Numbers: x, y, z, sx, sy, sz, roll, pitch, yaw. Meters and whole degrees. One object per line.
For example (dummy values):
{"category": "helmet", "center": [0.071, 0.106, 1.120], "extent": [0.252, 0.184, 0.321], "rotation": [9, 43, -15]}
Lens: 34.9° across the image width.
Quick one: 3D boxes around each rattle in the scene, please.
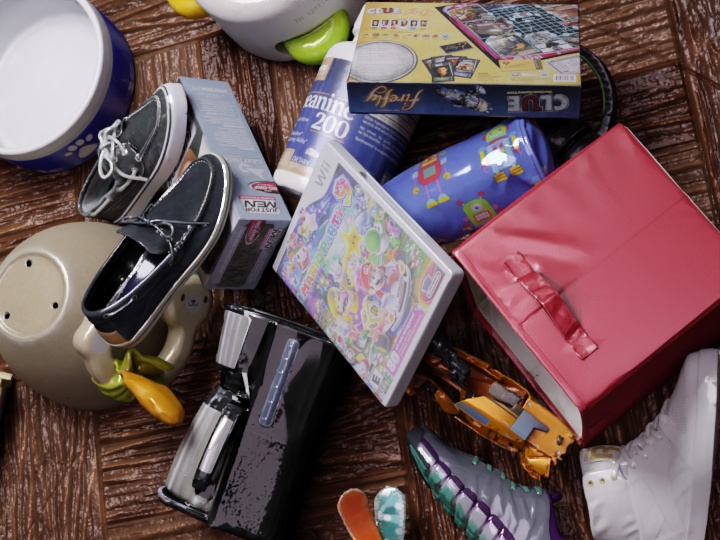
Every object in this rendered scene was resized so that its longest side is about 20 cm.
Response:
{"category": "rattle", "center": [-0.169, 0.042, 1.109], "extent": [0.200, 0.142, 0.131], "rotation": [-41, 108, -27]}
{"category": "rattle", "center": [0.039, 0.311, 1.035], "extent": [0.199, 0.144, 0.130], "rotation": [37, 50, 21]}

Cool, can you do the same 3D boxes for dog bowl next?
{"category": "dog bowl", "center": [-0.356, -0.214, 1.279], "extent": [0.198, 0.079, 0.203], "rotation": [-4, 77, 17]}

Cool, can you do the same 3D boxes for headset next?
{"category": "headset", "center": [0.164, -0.117, 1.075], "extent": [0.122, 0.094, 0.202], "rotation": [19, 101, 21]}

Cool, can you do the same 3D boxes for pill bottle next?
{"category": "pill bottle", "center": [0.000, -0.154, 1.129], "extent": [0.110, 0.111, 0.202], "rotation": [22, 86, 21]}

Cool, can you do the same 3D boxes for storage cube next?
{"category": "storage cube", "center": [0.205, 0.019, 0.976], "extent": [0.179, 0.200, 0.171], "rotation": [-37, 69, -3]}

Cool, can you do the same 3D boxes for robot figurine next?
{"category": "robot figurine", "center": [0.097, 0.109, 1.026], "extent": [0.199, 0.145, 0.058], "rotation": [33, 81, 12]}

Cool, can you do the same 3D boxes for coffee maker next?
{"category": "coffee maker", "center": [-0.072, 0.153, 1.092], "extent": [0.190, 0.135, 0.202], "rotation": [23, 86, -18]}

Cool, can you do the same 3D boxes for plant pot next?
{"category": "plant pot", "center": [-0.304, 0.037, 1.178], "extent": [0.198, 0.134, 0.203], "rotation": [-4, 77, 18]}

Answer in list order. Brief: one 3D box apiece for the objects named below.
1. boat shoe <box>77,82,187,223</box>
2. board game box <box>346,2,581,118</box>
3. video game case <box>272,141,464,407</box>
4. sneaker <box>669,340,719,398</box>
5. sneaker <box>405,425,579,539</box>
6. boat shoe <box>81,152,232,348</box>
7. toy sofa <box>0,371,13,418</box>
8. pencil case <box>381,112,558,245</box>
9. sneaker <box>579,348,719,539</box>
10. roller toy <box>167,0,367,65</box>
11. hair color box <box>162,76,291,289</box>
{"category": "boat shoe", "center": [-0.238, -0.119, 1.169], "extent": [0.199, 0.067, 0.074], "rotation": [-43, 54, 47]}
{"category": "board game box", "center": [0.095, -0.189, 1.016], "extent": [0.197, 0.035, 0.136], "rotation": [3, 43, 8]}
{"category": "video game case", "center": [0.000, 0.000, 1.011], "extent": [0.200, 0.018, 0.144], "rotation": [48, 126, 37]}
{"category": "sneaker", "center": [0.356, 0.081, 0.983], "extent": [0.199, 0.077, 0.085], "rotation": [-35, 79, 11]}
{"category": "sneaker", "center": [0.128, 0.208, 1.043], "extent": [0.087, 0.075, 0.200], "rotation": [-37, 75, -12]}
{"category": "boat shoe", "center": [-0.184, -0.025, 1.041], "extent": [0.074, 0.062, 0.201], "rotation": [25, 78, 39]}
{"category": "toy sofa", "center": [-0.435, 0.202, 1.225], "extent": [0.082, 0.098, 0.203], "rotation": [12, 81, -5]}
{"category": "pencil case", "center": [0.086, -0.064, 1.033], "extent": [0.199, 0.087, 0.079], "rotation": [-27, 35, 26]}
{"category": "sneaker", "center": [0.241, 0.154, 0.968], "extent": [0.114, 0.074, 0.203], "rotation": [9, 112, 20]}
{"category": "roller toy", "center": [-0.090, -0.324, 1.180], "extent": [0.198, 0.140, 0.184], "rotation": [19, 84, 22]}
{"category": "hair color box", "center": [-0.144, -0.088, 1.143], "extent": [0.099, 0.060, 0.201], "rotation": [-58, 45, 38]}
